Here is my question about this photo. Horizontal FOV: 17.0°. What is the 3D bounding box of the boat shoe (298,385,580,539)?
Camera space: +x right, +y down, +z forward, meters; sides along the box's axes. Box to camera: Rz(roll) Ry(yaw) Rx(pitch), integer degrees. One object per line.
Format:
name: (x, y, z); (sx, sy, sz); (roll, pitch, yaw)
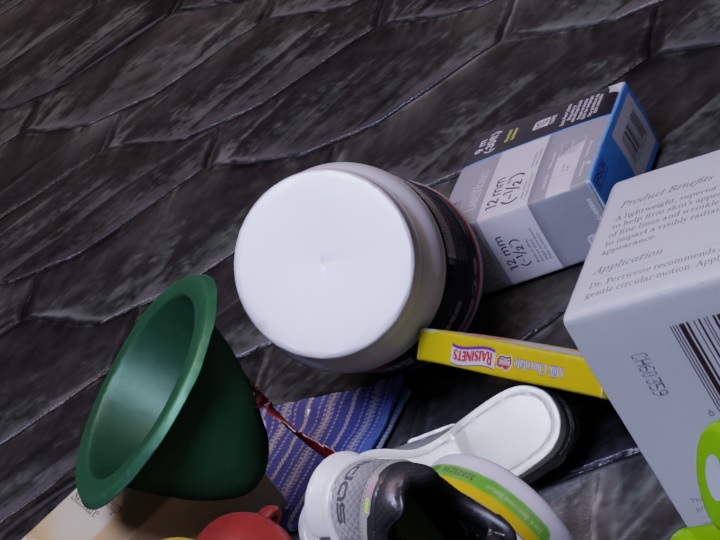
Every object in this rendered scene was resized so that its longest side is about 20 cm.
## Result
boat shoe: (0.053, 0.135, 1.530); (0.199, 0.073, 0.062); (-30, -19, 21)

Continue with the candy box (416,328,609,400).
candy box: (0.131, 0.062, 1.517); (0.102, 0.027, 0.200); (6, 2, -32)

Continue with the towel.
towel: (-0.069, 0.138, 1.700); (0.199, 0.024, 0.145); (-15, 30, 36)

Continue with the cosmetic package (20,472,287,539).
cosmetic package: (-0.158, 0.187, 1.627); (0.200, 0.071, 0.105); (-44, 30, -14)

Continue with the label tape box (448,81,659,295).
label tape box: (0.112, -0.051, 1.791); (0.199, 0.066, 0.144); (-17, 28, 28)

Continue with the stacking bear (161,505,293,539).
stacking bear: (-0.107, 0.214, 1.477); (0.113, 0.122, 0.200); (23, 31, 26)

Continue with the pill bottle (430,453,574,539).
pill bottle: (0.025, 0.206, 1.334); (0.200, 0.111, 0.111); (-45, 26, -28)

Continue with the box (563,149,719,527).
box: (0.246, 0.038, 1.276); (0.198, 0.200, 0.131); (-17, 29, 33)

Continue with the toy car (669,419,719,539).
toy car: (0.255, 0.166, 1.106); (0.163, 0.158, 0.201); (-7, 47, -13)

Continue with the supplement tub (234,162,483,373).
supplement tub: (0.000, 0.000, 1.644); (0.140, 0.141, 0.200); (-27, -9, 12)

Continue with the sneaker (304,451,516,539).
sneaker: (0.054, 0.174, 1.242); (0.074, 0.200, 0.087); (-42, 11, -29)

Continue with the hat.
hat: (-0.070, 0.120, 1.565); (0.166, 0.175, 0.200); (-54, 21, 18)
